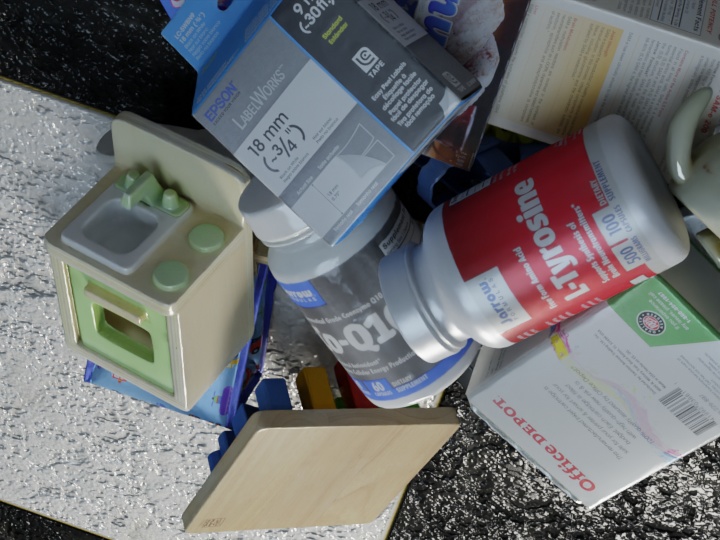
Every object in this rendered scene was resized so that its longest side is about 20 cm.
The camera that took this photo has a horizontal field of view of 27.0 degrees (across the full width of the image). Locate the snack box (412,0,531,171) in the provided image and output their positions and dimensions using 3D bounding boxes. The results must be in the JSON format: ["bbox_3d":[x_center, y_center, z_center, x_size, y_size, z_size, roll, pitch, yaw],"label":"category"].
[{"bbox_3d":[0.069,-0.158,1.023,0.072,0.024,0.200,21,135,4],"label":"snack box"}]

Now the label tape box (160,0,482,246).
[{"bbox_3d":[-0.040,-0.138,1.016,0.200,0.063,0.144,43,117,2],"label":"label tape box"}]

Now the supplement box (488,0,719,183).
[{"bbox_3d":[0.163,-0.153,1.061,0.199,0.074,0.126,19,135,3],"label":"supplement box"}]

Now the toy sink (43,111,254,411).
[{"bbox_3d":[-0.169,-0.003,1.204,0.130,0.112,0.200,26,142,18],"label":"toy sink"}]

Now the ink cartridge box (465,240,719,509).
[{"bbox_3d":[0.202,0.075,1.151,0.145,0.088,0.200,42,126,-12],"label":"ink cartridge box"}]

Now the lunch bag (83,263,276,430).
[{"bbox_3d":[-0.159,0.024,1.360,0.150,0.094,0.200,17,125,7],"label":"lunch bag"}]

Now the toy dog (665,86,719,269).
[{"bbox_3d":[0.321,-0.071,1.014,0.200,0.140,0.194,-35,92,7],"label":"toy dog"}]

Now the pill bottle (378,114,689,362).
[{"bbox_3d":[0.117,-0.016,1.044,0.200,0.112,0.112,-28,120,19],"label":"pill bottle"}]

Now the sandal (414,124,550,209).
[{"bbox_3d":[0.121,-0.069,1.153,0.199,0.087,0.080,11,134,8],"label":"sandal"}]

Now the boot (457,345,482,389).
[{"bbox_3d":[0.137,0.053,1.271,0.168,0.077,0.200,42,140,-16],"label":"boot"}]

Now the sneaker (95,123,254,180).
[{"bbox_3d":[-0.123,-0.071,1.255,0.199,0.075,0.089,10,134,26],"label":"sneaker"}]

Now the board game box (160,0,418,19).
[{"bbox_3d":[-0.049,-0.222,1.077,0.199,0.045,0.135,-13,127,21],"label":"board game box"}]

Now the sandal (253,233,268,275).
[{"bbox_3d":[-0.033,-0.035,1.252,0.211,0.078,0.070,4,117,8],"label":"sandal"}]

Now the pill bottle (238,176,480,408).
[{"bbox_3d":[0.000,0.000,1.155,0.114,0.114,0.200,-19,120,34],"label":"pill bottle"}]

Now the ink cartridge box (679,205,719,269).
[{"bbox_3d":[0.291,0.008,1.162,0.200,0.047,0.160,-17,117,26],"label":"ink cartridge box"}]

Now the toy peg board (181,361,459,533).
[{"bbox_3d":[-0.048,0.150,1.376,0.199,0.098,0.200,2,144,-28],"label":"toy peg board"}]
